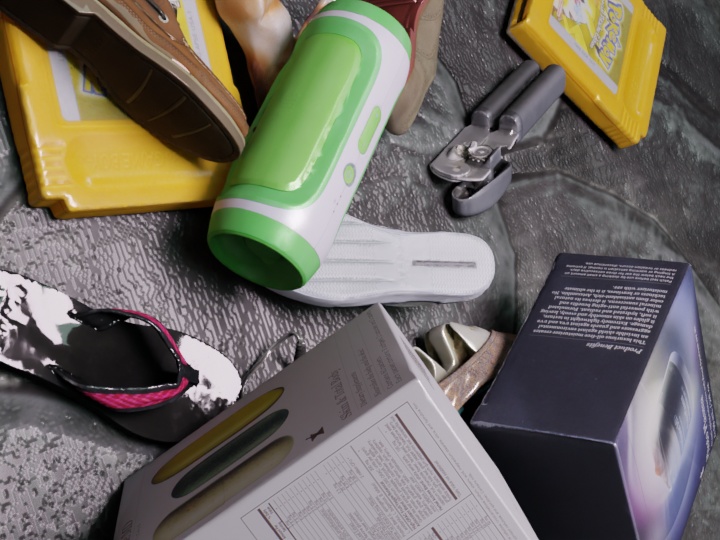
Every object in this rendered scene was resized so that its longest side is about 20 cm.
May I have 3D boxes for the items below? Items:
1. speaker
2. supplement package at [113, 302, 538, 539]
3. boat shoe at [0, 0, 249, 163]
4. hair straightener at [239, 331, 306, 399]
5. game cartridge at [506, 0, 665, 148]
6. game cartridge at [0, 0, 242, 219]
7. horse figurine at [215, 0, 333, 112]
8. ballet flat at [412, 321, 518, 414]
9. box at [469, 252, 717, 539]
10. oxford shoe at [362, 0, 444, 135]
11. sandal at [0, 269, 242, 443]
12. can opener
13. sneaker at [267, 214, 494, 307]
[{"bbox_3d":[-0.033,-0.089,0.813,0.088,0.088,0.201,37,63,-28],"label":"speaker"},{"bbox_3d":[-0.020,0.151,0.683,0.151,0.199,0.152,54,2,-15],"label":"supplement package"},{"bbox_3d":[-0.142,-0.152,0.749,0.200,0.072,0.068,41,54,-27],"label":"boat shoe"},{"bbox_3d":[-0.043,0.142,0.806,0.077,0.041,0.201,1,77,-43],"label":"hair straightener"},{"bbox_3d":[0.238,-0.247,1.199,0.200,0.032,0.177,37,54,-28],"label":"game cartridge"},{"bbox_3d":[-0.161,-0.139,0.796,0.176,0.032,0.201,-9,82,-44],"label":"game cartridge"},{"bbox_3d":[-0.063,-0.195,0.867,0.133,0.050,0.201,-56,144,-36],"label":"horse figurine"},{"bbox_3d":[0.066,0.081,0.916,0.200,0.068,0.067,-35,94,-46],"label":"ballet flat"},{"bbox_3d":[0.198,0.128,0.940,0.199,0.123,0.201,-55,137,-38],"label":"box"},{"bbox_3d":[0.036,-0.201,0.994,0.075,0.070,0.201,63,37,-46],"label":"oxford shoe"},{"bbox_3d":[-0.153,0.055,0.728,0.199,0.045,0.076,26,59,-35],"label":"sandal"},{"bbox_3d":[0.128,-0.120,1.062,0.200,0.053,0.067,-46,141,-42],"label":"can opener"},{"bbox_3d":[0.000,0.000,0.880,0.199,0.071,0.074,9,74,-19],"label":"sneaker"}]
